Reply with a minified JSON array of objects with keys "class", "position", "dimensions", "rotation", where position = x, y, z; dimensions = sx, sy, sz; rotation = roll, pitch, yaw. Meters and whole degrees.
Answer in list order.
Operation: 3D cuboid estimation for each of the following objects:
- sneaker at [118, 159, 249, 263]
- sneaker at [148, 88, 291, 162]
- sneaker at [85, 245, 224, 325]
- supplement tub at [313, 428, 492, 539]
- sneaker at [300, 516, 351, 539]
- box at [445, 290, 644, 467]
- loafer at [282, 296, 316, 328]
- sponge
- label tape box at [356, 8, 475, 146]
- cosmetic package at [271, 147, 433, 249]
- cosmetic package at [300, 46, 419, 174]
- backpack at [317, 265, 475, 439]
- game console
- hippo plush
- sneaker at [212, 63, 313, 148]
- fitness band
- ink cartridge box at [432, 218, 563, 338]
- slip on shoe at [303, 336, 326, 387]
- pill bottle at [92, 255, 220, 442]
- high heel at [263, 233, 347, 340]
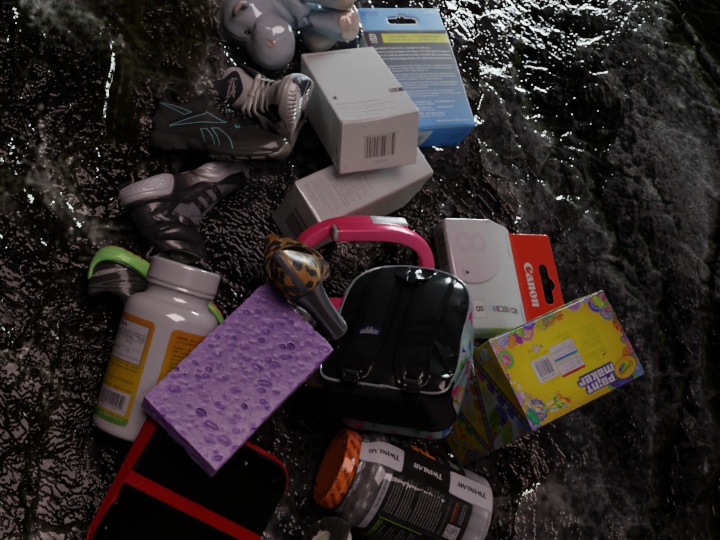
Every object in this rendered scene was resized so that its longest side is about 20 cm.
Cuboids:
[{"class":"sneaker","position":[-0.211,-0.070,1.494],"dimensions":[0.199,0.075,0.115],"rotation":[-19,94,-47]},{"class":"sneaker","position":[-0.179,-0.182,1.495],"dimensions":[0.197,0.075,0.080],"rotation":[11,94,19]},{"class":"sneaker","position":[-0.243,0.048,1.433],"dimensions":[0.198,0.077,0.084],"rotation":[31,79,-9]},{"class":"supplement tub","position":[0.050,0.273,1.430],"dimensions":[0.198,0.123,0.124],"rotation":[26,59,-14]},{"class":"sneaker","position":[-0.055,0.390,1.362],"dimensions":[0.201,0.076,0.089],"rotation":[-55,126,-19]},{"class":"box","position":[0.219,0.141,1.526],"dimensions":[0.198,0.193,0.123],"rotation":[-20,78,-30]},{"class":"loafer","position":[-0.122,0.096,1.452],"dimensions":[0.073,0.071,0.201],"rotation":[40,66,-3]},{"class":"sponge","position":[-0.132,0.116,1.295],"dimensions":[0.111,0.030,0.200],"rotation":[42,59,7]},{"class":"label tape box","position":[0.069,-0.281,1.722],"dimensions":[0.142,0.066,0.202],"rotation":[-6,68,-27]},{"class":"cosmetic package","position":[-0.010,-0.102,1.582],"dimensions":[0.199,0.101,0.072],"rotation":[-26,79,-32]},{"class":"cosmetic package","position":[-0.005,-0.216,1.565],"dimensions":[0.111,0.082,0.201],"rotation":[-10,39,-16]},{"class":"backpack","position":[0.051,0.095,1.411],"dimensions":[0.175,0.152,0.202],"rotation":[6,51,13]},{"class":"game console","position":[-0.186,0.259,1.317],"dimensions":[0.199,0.031,0.178],"rotation":[35,80,-32]},{"class":"hippo plush","position":[-0.109,-0.370,1.620],"dimensions":[0.160,0.159,0.201],"rotation":[-37,87,-33]},{"class":"sneaker","position":[-0.134,-0.223,1.533],"dimensions":[0.128,0.199,0.080],"rotation":[23,86,-2]},{"class":"fitness band","position":[0.000,0.000,1.519],"dimensions":[0.197,0.145,0.038],"rotation":[1,33,-20]},{"class":"ink cartridge box","position":[0.207,0.011,1.665],"dimensions":[0.197,0.057,0.165],"rotation":[-1,68,-20]},{"class":"slip on shoe","position":[-0.012,0.102,1.514],"dimensions":[0.199,0.061,0.075],"rotation":[-18,97,-42]},{"class":"pill bottle","position":[-0.225,0.091,1.344],"dimensions":[0.110,0.111,0.203],"rotation":[17,89,-17]},{"class":"high heel","position":[-0.090,-0.020,1.378],"dimensions":[0.071,0.143,0.200],"rotation":[-37,44,-2]}]
